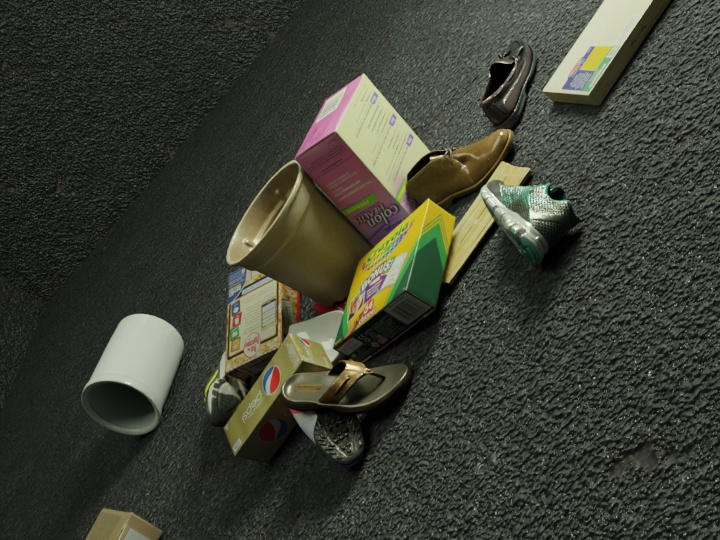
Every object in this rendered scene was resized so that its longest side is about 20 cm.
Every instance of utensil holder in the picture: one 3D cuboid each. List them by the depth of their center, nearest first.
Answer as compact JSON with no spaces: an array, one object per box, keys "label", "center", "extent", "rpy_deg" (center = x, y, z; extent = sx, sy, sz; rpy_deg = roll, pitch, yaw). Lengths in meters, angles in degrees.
[{"label":"utensil holder","center":[-0.479,0.219,2.173],"extent":[0.170,0.169,0.201],"rpy_deg":[-38,25,35]}]

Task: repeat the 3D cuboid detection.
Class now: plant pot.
[{"label":"plant pot","center":[-0.087,-0.045,1.656],"extent":[0.201,0.183,0.201],"rpy_deg":[-45,23,25]}]

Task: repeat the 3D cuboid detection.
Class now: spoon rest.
[{"label":"spoon rest","center":[-0.071,0.112,1.619],"extent":[0.199,0.060,0.100],"rpy_deg":[-8,59,64]}]

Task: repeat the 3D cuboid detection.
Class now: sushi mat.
[{"label":"sushi mat","center":[0.167,-0.069,1.458],"extent":[0.201,0.012,0.096],"rpy_deg":[-55,23,1]}]

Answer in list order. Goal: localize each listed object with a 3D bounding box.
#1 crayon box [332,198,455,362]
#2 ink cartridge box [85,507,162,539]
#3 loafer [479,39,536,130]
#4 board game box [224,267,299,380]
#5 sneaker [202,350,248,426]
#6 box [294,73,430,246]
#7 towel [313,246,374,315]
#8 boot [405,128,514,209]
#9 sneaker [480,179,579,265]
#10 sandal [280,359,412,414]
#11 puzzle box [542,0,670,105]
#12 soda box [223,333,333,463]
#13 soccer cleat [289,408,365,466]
[{"label":"crayon box","center":[0.049,0.018,1.492],"extent":[0.200,0.058,0.174],"rpy_deg":[-41,26,46]},{"label":"ink cartridge box","center":[-0.447,0.526,1.784],"extent":[0.164,0.075,0.202],"rpy_deg":[-13,46,57]},{"label":"loafer","center":[0.229,-0.305,1.603],"extent":[0.072,0.063,0.202],"rpy_deg":[-32,31,43]},{"label":"board game box","center":[-0.174,0.075,1.809],"extent":[0.151,0.046,0.202],"rpy_deg":[-26,53,36]},{"label":"sneaker","center":[-0.244,0.226,1.821],"extent":[0.085,0.074,0.201],"rpy_deg":[-51,13,23]},{"label":"box","center":[0.013,-0.179,1.647],"extent":[0.096,0.200,0.177],"rpy_deg":[-28,26,35]},{"label":"towel","center":[0.000,0.000,1.692],"extent":[0.201,0.022,0.144],"rpy_deg":[-56,22,-4]},{"label":"boot","center":[0.147,-0.160,1.551],"extent":[0.199,0.075,0.074],"rpy_deg":[-36,26,37]},{"label":"sneaker","center":[0.220,-0.078,1.309],"extent":[0.091,0.078,0.200],"rpy_deg":[-36,28,4]},{"label":"sandal","center":[-0.027,0.150,1.396],"extent":[0.198,0.055,0.082],"rpy_deg":[-3,38,28]},{"label":"puzzle box","center":[0.349,-0.322,1.433],"extent":[0.201,0.025,0.133],"rpy_deg":[-55,22,0]},{"label":"soda box","center":[-0.125,0.197,1.554],"extent":[0.201,0.067,0.064],"rpy_deg":[-54,40,20]},{"label":"soccer cleat","center":[-0.044,0.222,1.427],"extent":[0.068,0.074,0.200],"rpy_deg":[-28,34,-16]}]
